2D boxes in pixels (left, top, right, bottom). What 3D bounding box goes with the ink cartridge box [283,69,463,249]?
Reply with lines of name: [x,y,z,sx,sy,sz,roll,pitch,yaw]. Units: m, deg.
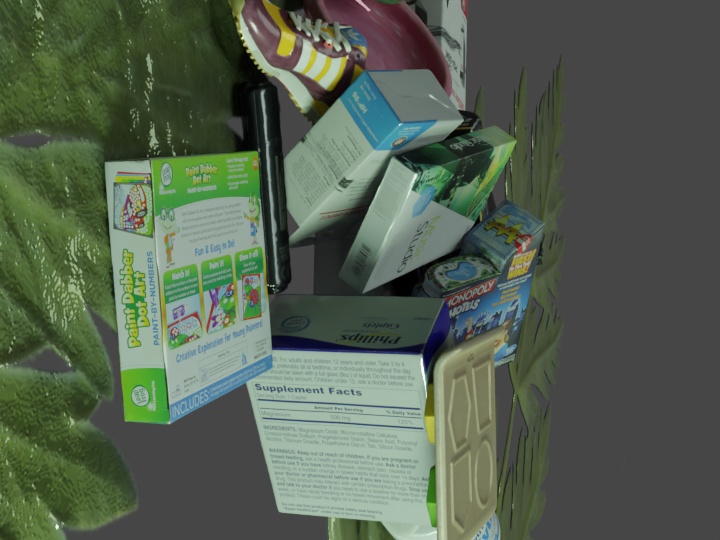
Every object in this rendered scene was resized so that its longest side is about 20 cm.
ink cartridge box: [-0.008,-0.107,1.133,0.116,0.200,0.068,-13,65,-53]

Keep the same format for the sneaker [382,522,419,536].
sneaker: [0.056,0.210,1.394,0.112,0.073,0.201,-13,91,-64]

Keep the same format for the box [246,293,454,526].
box: [0.001,0.132,1.107,0.105,0.183,0.201,-57,143,-55]

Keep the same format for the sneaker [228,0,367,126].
sneaker: [-0.046,-0.213,1.079,0.200,0.090,0.075,42,25,-56]

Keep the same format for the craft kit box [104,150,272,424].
craft kit box: [-0.133,0.004,0.938,0.200,0.048,0.198,-20,111,-70]

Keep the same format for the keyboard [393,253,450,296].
keyboard: [0.060,-0.005,1.295,0.104,0.040,0.200,-53,147,-28]

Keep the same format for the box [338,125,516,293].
box: [0.070,-0.065,1.160,0.200,0.036,0.145,-26,147,-52]

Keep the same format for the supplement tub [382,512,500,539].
supplement tub: [0.100,0.311,1.480,0.200,0.132,0.132,60,34,-56]

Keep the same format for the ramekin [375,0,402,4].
ramekin: [0.025,-0.386,1.239,0.200,0.098,0.200,38,37,-36]

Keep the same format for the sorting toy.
sorting toy: [0.091,0.156,1.050,0.185,0.036,0.201,-10,104,-69]

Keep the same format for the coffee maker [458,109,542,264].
coffee maker: [0.122,-0.101,1.464,0.200,0.191,0.135,72,12,-45]

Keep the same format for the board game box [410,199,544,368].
board game box: [0.119,0.028,1.263,0.200,0.062,0.200,-15,131,-45]

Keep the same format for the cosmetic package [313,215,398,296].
cosmetic package: [0.000,0.000,1.266,0.107,0.090,0.201,16,72,-74]

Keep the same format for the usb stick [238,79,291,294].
usb stick: [-0.089,-0.079,1.088,0.055,0.032,0.201,-42,128,-75]

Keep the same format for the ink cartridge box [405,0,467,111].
ink cartridge box: [0.090,-0.306,1.548,0.147,0.083,0.201,28,62,-70]

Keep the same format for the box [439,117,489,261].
box: [0.068,-0.075,1.355,0.049,0.159,0.201,-53,140,-60]

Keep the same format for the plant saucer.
plant saucer: [0.012,-0.242,1.241,0.200,0.051,0.201,32,35,-26]
